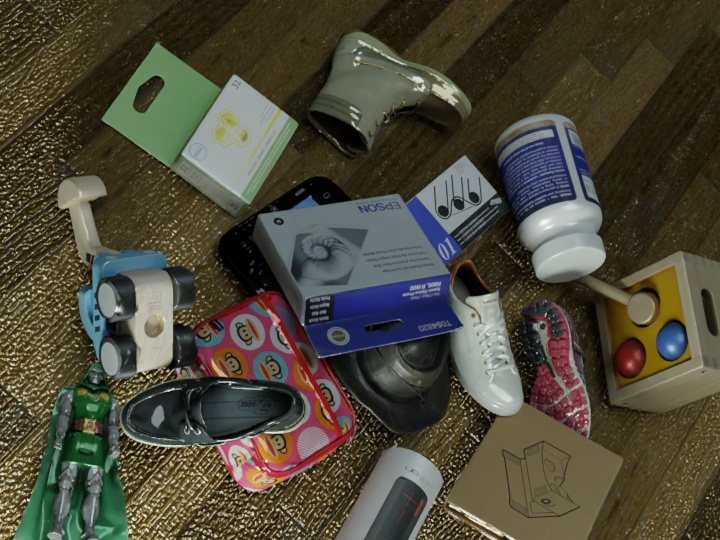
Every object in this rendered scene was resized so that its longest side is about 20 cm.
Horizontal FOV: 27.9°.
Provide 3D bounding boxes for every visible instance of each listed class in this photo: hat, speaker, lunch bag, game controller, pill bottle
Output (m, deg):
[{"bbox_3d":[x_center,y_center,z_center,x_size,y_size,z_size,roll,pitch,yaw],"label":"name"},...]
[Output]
[{"bbox_3d":[0.058,0.091,1.712,0.200,0.081,0.202,28,42,-28],"label":"hat"},{"bbox_3d":[0.018,0.296,1.619,0.081,0.081,0.201,38,54,-7],"label":"speaker"},{"bbox_3d":[-0.099,0.131,1.638,0.175,0.082,0.201,-26,82,-39],"label":"lunch bag"},{"bbox_3d":[-0.079,-0.039,1.749,0.200,0.042,0.105,-36,87,-37],"label":"game controller"},{"bbox_3d":[0.251,-0.093,1.902,0.115,0.116,0.202,3,60,-27],"label":"pill bottle"}]

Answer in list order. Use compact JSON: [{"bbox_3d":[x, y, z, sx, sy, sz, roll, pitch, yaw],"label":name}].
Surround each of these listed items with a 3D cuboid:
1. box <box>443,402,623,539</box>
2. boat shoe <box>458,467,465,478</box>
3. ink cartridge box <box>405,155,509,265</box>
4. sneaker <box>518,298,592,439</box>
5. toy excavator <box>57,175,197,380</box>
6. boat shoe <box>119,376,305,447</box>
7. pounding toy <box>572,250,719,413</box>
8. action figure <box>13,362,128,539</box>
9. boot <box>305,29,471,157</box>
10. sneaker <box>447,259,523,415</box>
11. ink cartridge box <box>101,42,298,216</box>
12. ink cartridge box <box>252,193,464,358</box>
[{"bbox_3d":[0.208,0.252,1.713,0.162,0.021,0.200,29,43,11],"label":"box"},{"bbox_3d":[0.197,0.307,1.722,0.072,0.060,0.202,-37,86,-34],"label":"boat shoe"},{"bbox_3d":[0.097,-0.057,1.853,0.094,0.044,0.200,49,54,2],"label":"ink cartridge box"},{"bbox_3d":[0.259,0.137,1.834,0.074,0.080,0.202,17,63,-56],"label":"sneaker"},{"bbox_3d":[-0.273,0.006,1.588,0.099,0.199,0.197,-10,109,-38],"label":"toy excavator"},{"bbox_3d":[-0.155,0.147,1.522,0.197,0.066,0.075,2,79,-3],"label":"boat shoe"},{"bbox_3d":[0.374,0.064,1.880,0.141,0.184,0.202,13,61,-37],"label":"pounding toy"},{"bbox_3d":[-0.290,0.189,1.519,0.117,0.055,0.202,13,57,-20],"label":"action figure"},{"bbox_3d":[0.037,-0.205,1.876,0.199,0.072,0.156,29,56,-8],"label":"boot"},{"bbox_3d":[0.148,0.079,1.776,0.072,0.085,0.201,-14,66,-28],"label":"sneaker"},{"bbox_3d":[-0.191,-0.179,1.753,0.199,0.048,0.146,37,55,-12],"label":"ink cartridge box"},{"bbox_3d":[0.000,0.000,1.684,0.198,0.041,0.201,-10,50,-28],"label":"ink cartridge box"}]
